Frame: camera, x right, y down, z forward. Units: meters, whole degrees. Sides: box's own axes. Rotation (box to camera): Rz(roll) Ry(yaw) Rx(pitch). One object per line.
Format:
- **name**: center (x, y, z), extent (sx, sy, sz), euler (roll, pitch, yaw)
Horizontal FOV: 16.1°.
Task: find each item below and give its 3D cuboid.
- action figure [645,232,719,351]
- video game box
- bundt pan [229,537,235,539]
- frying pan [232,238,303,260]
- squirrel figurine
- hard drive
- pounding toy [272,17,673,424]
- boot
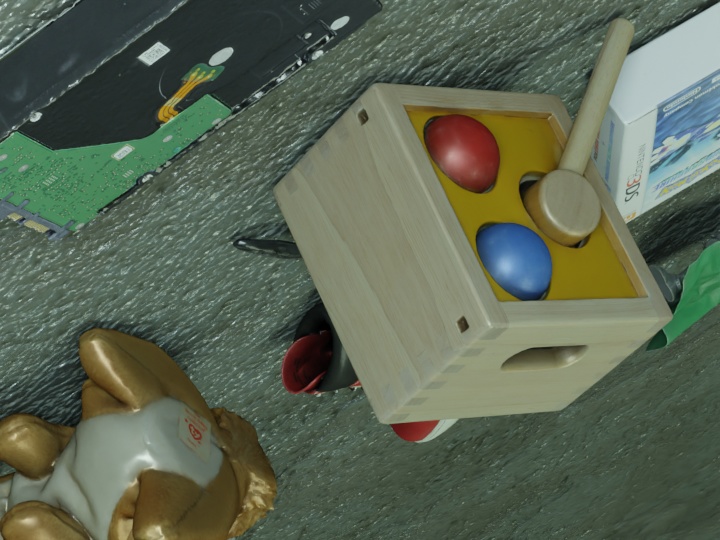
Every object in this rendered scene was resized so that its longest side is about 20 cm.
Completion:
- **action figure**: center (0.298, -0.022, 1.959), extent (0.200, 0.055, 0.118), euler (-30, 161, -29)
- **video game box**: center (0.236, -0.120, 1.630), extent (0.199, 0.047, 0.182), euler (-30, 164, -7)
- **bundt pan**: center (-0.187, 0.204, 1.716), extent (0.201, 0.076, 0.202), euler (-29, 161, -11)
- **frying pan**: center (0.016, 0.000, 1.518), extent (0.114, 0.031, 0.190), euler (0, 178, 25)
- **squirrel figurine**: center (-0.159, 0.143, 1.527), extent (0.186, 0.142, 0.200), euler (-33, 160, 23)
- **hard drive**: center (-0.096, -0.094, 1.172), extent (0.200, 0.038, 0.140), euler (-36, 161, 9)
- **pounding toy**: center (0.084, -0.033, 1.428), extent (0.199, 0.185, 0.142), euler (-1, 147, -45)
- **boot**: center (0.005, 0.068, 1.698), extent (0.144, 0.073, 0.200), euler (-24, 152, -22)
